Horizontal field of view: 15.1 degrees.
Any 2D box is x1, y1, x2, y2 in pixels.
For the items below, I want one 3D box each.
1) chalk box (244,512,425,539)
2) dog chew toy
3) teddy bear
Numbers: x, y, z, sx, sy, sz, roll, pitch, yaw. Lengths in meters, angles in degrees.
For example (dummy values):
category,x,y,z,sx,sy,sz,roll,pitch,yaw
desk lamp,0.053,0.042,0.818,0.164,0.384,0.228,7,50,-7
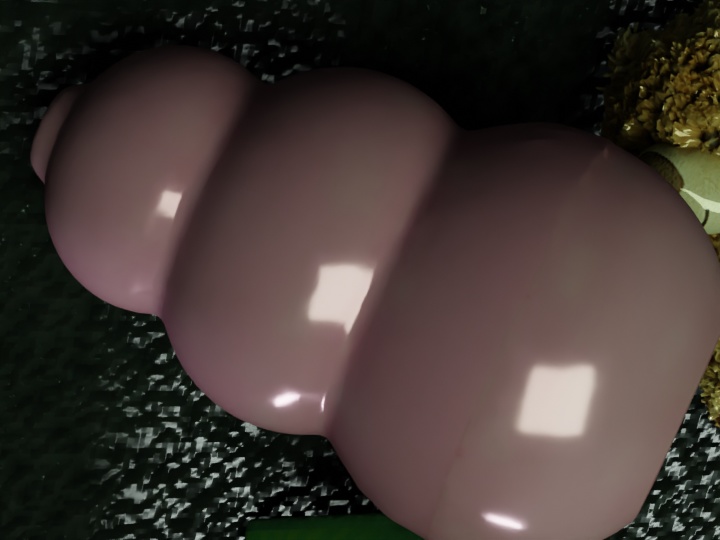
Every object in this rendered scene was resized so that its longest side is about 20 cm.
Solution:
category,x,y,z,sx,sy,sz,roll,pitch,yaw
chalk box,0.029,0.148,0.861,0.125,0.124,0.200,27,69,-32
dog chew toy,0.000,0.000,0.771,0.200,0.125,0.125,24,113,6
teddy bear,0.126,0.017,0.838,0.067,0.145,0.200,-28,131,-14
